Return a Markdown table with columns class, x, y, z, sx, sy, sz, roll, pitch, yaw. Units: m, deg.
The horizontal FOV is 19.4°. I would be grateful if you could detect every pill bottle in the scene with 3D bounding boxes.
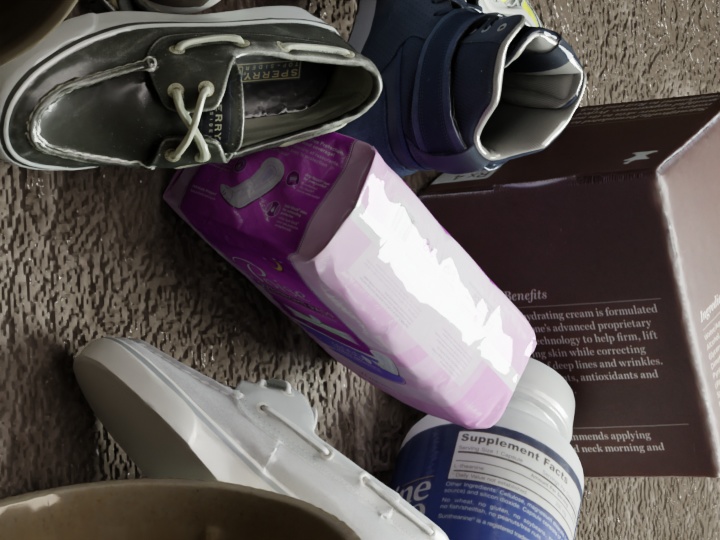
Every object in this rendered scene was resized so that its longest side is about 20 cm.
| class | x | y | z | sx | sy | sz | roll | pitch | yaw |
| --- | --- | --- | --- | --- | --- | --- | --- | --- | --- |
| pill bottle | 0.067 | 0.148 | 1.202 | 0.111 | 0.111 | 0.200 | 57 | 35 | -38 |

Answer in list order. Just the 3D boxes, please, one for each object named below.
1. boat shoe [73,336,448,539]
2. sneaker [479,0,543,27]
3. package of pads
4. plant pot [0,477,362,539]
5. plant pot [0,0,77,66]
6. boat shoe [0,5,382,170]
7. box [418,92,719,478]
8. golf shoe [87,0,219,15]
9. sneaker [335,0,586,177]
| class | x | y | z | sx | sy | sz | roll | pitch | yaw |
| --- | --- | --- | --- | --- | --- | --- | --- | --- | --- |
| boat shoe | -0.043 | 0.089 | 0.995 | 0.200 | 0.072 | 0.069 | 37 | 61 | 4 |
| sneaker | 0.066 | -0.178 | 1.283 | 0.200 | 0.075 | 0.077 | 41 | 53 | -51 |
| package of pads | 0.000 | 0.000 | 1.102 | 0.076 | 0.120 | 0.200 | -58 | 139 | -12 |
| plant pot | -0.094 | 0.209 | 0.889 | 0.200 | 0.200 | 0.184 | -26 | 119 | -57 |
| plant pot | -0.190 | -0.197 | 0.787 | 0.200 | 0.200 | 0.174 | 48 | 31 | -45 |
| boat shoe | -0.080 | -0.083 | 0.981 | 0.200 | 0.064 | 0.071 | -16 | 124 | -33 |
| box | 0.163 | 0.010 | 1.328 | 0.164 | 0.165 | 0.201 | -37 | 118 | -53 |
| golf shoe | -0.105 | -0.216 | 0.989 | 0.078 | 0.094 | 0.200 | -44 | 122 | -45 |
| sneaker | 0.062 | -0.140 | 1.125 | 0.077 | 0.146 | 0.203 | 31 | 66 | -39 |
